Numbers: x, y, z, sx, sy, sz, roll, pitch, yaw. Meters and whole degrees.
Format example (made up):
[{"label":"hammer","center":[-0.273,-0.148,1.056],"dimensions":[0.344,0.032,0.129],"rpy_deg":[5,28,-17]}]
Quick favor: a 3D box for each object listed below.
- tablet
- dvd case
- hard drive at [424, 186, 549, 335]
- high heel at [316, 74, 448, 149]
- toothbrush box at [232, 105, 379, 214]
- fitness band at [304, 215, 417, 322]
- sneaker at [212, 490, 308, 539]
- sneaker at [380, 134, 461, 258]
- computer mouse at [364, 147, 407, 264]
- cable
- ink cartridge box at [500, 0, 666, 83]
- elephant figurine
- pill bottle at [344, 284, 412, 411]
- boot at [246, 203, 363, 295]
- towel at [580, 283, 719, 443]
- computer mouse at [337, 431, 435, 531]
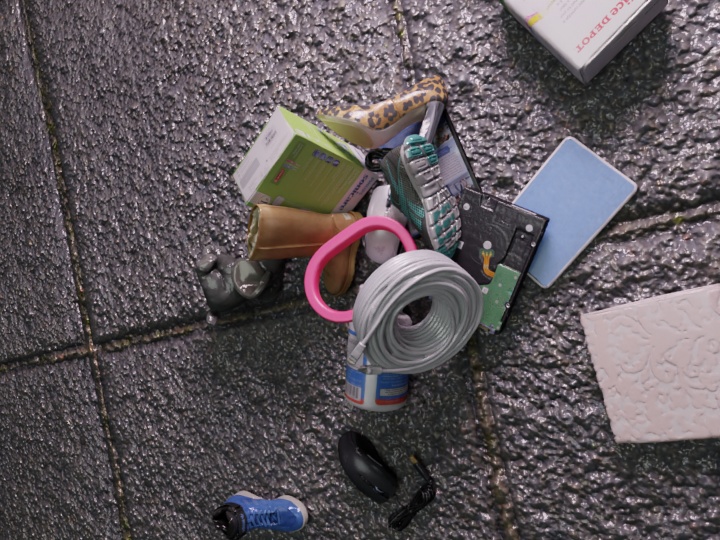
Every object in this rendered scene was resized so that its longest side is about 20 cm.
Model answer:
[{"label":"tablet","center":[0.301,-0.087,0.814],"dimensions":[0.130,0.014,0.201],"rpy_deg":[44,111,19]},{"label":"dvd case","center":[0.113,-0.173,0.906],"dimensions":[0.142,0.017,0.202],"rpy_deg":[-26,81,27]},{"label":"hard drive","center":[0.197,-0.015,0.849],"dimensions":[0.139,0.038,0.202],"rpy_deg":[26,112,26]},{"label":"high heel","center":[0.038,-0.271,0.865],"dimensions":[0.198,0.071,0.144],"rpy_deg":[17,75,7]},{"label":"toothbrush box","center":[-0.091,-0.161,0.907],"dimensions":[0.146,0.199,0.086],"rpy_deg":[-49,49,23]},{"label":"fitness band","center":[0.000,0.000,0.864],"dimensions":[0.199,0.037,0.144],"rpy_deg":[-34,73,9]},{"label":"sneaker","center":[-0.211,0.506,1.080],"dimensions":[0.198,0.111,0.078],"rpy_deg":[0,94,28]},{"label":"sneaker","center":[0.092,-0.106,0.834],"dimensions":[0.091,0.077,0.202],"rpy_deg":[-8,105,50]},{"label":"computer mouse","center":[0.050,-0.103,0.897],"dimensions":[0.108,0.044,0.202],"rpy_deg":[10,107,8]},{"label":"cable","center":[0.086,0.067,0.808],"dimensions":[0.202,0.198,0.069],"rpy_deg":[-67,29,20]},{"label":"ink cartridge box","center":[0.299,-0.389,0.743],"dimensions":[0.145,0.087,0.201],"rpy_deg":[-46,71,24]},{"label":"elephant figurine","center":[-0.209,0.004,1.041],"dimensions":[0.198,0.142,0.157],"rpy_deg":[-4,121,13]},{"label":"pill bottle","center":[0.033,0.129,0.920],"dimensions":[0.111,0.112,0.203],"rpy_deg":[8,97,27]},{"label":"boot","center":[-0.102,-0.032,0.922],"dimensions":[0.066,0.198,0.177],"rpy_deg":[40,124,47]},{"label":"towel","center":[0.432,0.137,0.749],"dimensions":[0.189,0.032,0.202],"rpy_deg":[-16,86,29]},{"label":"computer mouse","center":[0.041,0.369,0.970],"dimensions":[0.141,0.046,0.200],"rpy_deg":[-47,72,24]}]
